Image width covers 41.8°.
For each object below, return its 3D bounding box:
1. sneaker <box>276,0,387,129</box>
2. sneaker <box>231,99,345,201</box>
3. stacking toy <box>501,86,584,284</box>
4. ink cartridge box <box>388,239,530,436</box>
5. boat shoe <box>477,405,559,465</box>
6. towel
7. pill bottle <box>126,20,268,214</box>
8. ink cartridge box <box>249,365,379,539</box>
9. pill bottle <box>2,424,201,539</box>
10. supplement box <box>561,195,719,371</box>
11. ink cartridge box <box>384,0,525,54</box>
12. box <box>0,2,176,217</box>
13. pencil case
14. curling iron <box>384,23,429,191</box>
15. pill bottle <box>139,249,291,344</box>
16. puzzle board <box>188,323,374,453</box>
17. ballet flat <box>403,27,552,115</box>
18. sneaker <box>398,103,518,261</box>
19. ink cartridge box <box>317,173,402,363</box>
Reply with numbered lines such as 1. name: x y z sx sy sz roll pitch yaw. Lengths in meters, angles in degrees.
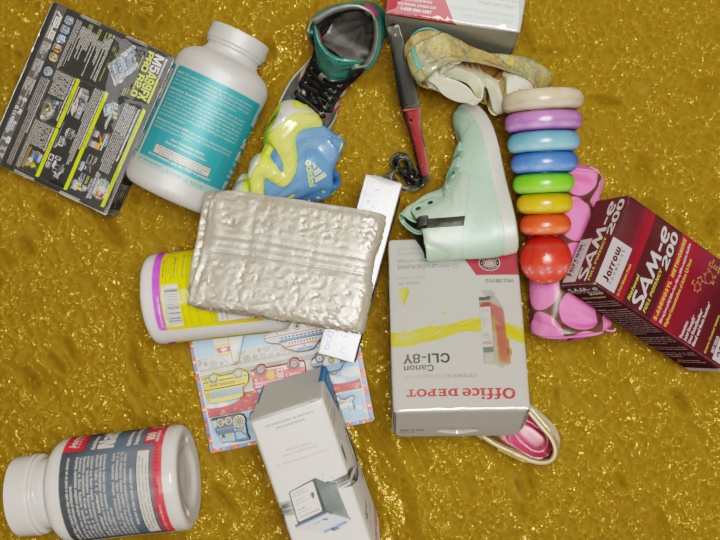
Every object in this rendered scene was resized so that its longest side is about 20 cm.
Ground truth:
1. sneaker: -0.037 -0.217 1.044 0.083 0.121 0.201 34 93 2
2. sneaker: -0.085 -0.088 1.057 0.105 0.076 0.200 26 123 -13
3. stacking toy: 0.195 -0.086 0.986 0.085 0.085 0.201 -3 93 3
4. ink cartridge box: 0.103 0.071 1.023 0.144 0.084 0.201 -1 65 2
5. boat shoe: 0.144 0.152 1.068 0.199 0.069 0.074 32 93 2
6. towel: -0.080 -0.010 0.995 0.199 0.034 0.133 10 84 6
7. pill bottle: -0.175 -0.172 1.057 0.110 0.111 0.201 25 93 2
8. ink cartridge box: -0.046 0.224 1.030 0.085 0.146 0.201 -19 98 2
9. pill bottle: -0.291 0.245 1.069 0.199 0.120 0.120 -7 91 3
10. supplement box: 0.324 0.017 1.014 0.199 0.061 0.109 30 75 -19
11. ink cartridge box: 0.114 -0.350 1.021 0.144 0.145 0.201 9 91 4
12. box: -0.320 -0.186 1.099 0.160 0.044 0.201 24 93 2
13. pencil case: 0.233 -0.023 1.051 0.093 0.091 0.201 -2 89 10
14. curling iron: 0.047 -0.172 1.037 0.049 0.026 0.201 -15 125 -12
15. pill bottle: -0.140 0.022 1.064 0.199 0.104 0.105 -6 91 3
16. puzzle board: -0.095 0.122 1.107 0.199 0.017 0.152 -12 91 3
17. ballet flat: 0.133 -0.204 1.021 0.199 0.071 0.071 11 92 -34
18. sneaker: 0.094 -0.099 1.027 0.117 0.074 0.201 -9 57 1
19. ink cartridge box: 0.000 0.000 1.052 0.044 0.094 0.201 15 86 2
